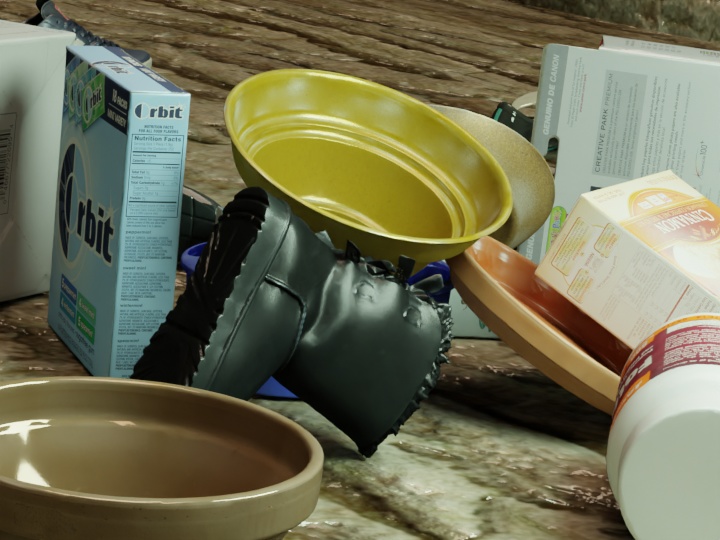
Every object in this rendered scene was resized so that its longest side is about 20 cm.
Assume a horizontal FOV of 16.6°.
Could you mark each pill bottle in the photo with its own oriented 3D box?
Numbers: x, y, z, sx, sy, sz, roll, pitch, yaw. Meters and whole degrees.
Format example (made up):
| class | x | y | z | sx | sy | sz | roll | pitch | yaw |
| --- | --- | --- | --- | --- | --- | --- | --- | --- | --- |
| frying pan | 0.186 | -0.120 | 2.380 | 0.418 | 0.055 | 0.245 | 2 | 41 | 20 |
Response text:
| class | x | y | z | sx | sy | sz | roll | pitch | yaw |
| --- | --- | --- | --- | --- | --- | --- | --- | --- | --- |
| pill bottle | 0.202 | 0.100 | 1.441 | 0.114 | 0.115 | 0.200 | 8 | 13 | 7 |

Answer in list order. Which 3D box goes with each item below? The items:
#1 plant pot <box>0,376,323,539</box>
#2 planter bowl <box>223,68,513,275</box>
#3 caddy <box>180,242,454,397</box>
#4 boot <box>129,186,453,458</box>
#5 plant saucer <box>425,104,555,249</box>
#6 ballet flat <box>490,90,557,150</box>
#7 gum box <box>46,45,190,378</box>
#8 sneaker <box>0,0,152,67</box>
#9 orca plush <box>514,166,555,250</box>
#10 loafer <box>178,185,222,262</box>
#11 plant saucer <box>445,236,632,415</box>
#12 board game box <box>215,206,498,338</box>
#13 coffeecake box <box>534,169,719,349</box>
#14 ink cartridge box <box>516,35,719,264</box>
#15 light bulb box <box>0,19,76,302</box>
| class | x | y | z | sx | sy | sz | roll | pitch | yaw |
| --- | --- | --- | --- | --- | --- | --- | --- | --- | --- |
| plant pot | -0.121 | 0.124 | 1.231 | 0.200 | 0.093 | 0.201 | 5 | 13 | -1 |
| planter bowl | -0.007 | -0.045 | 1.625 | 0.200 | 0.084 | 0.201 | 17 | 31 | -10 |
| caddy | -0.029 | 0.018 | 1.692 | 0.199 | 0.105 | 0.141 | -2 | 15 | -32 |
| boot | -0.043 | 0.062 | 1.493 | 0.162 | 0.199 | 0.073 | 34 | -12 | -31 |
| plant saucer | 0.056 | -0.057 | 1.988 | 0.199 | 0.200 | 0.036 | 7 | 55 | 3 |
| ballet flat | 0.212 | -0.159 | 2.641 | 0.068 | 0.069 | 0.200 | 17 | 17 | 40 |
| gum box | -0.166 | -0.038 | 1.661 | 0.044 | 0.201 | 0.170 | 1 | 15 | -21 |
| sneaker | -0.331 | -0.263 | 2.791 | 0.199 | 0.085 | 0.075 | 2 | 14 | -18 |
| orca plush | 0.113 | -0.050 | 2.073 | 0.200 | 0.105 | 0.071 | 11 | 26 | -39 |
| loafer | -0.190 | -0.051 | 1.995 | 0.199 | 0.073 | 0.072 | 13 | 10 | 21 |
| plant saucer | 0.135 | 0.043 | 1.674 | 0.200 | 0.032 | 0.200 | 36 | 11 | -8 |
| board game box | 0.000 | 0.000 | 1.882 | 0.199 | 0.065 | 0.148 | 2 | 13 | -18 |
| coffeecake box | 0.246 | 0.022 | 1.726 | 0.200 | 0.073 | 0.153 | 39 | 25 | 20 |
| ink cartridge box | 0.229 | -0.089 | 2.060 | 0.175 | 0.201 | 0.084 | 9 | 13 | 6 |
| light bulb box | -0.330 | -0.090 | 1.810 | 0.199 | 0.199 | 0.125 | 12 | 12 | 27 |
